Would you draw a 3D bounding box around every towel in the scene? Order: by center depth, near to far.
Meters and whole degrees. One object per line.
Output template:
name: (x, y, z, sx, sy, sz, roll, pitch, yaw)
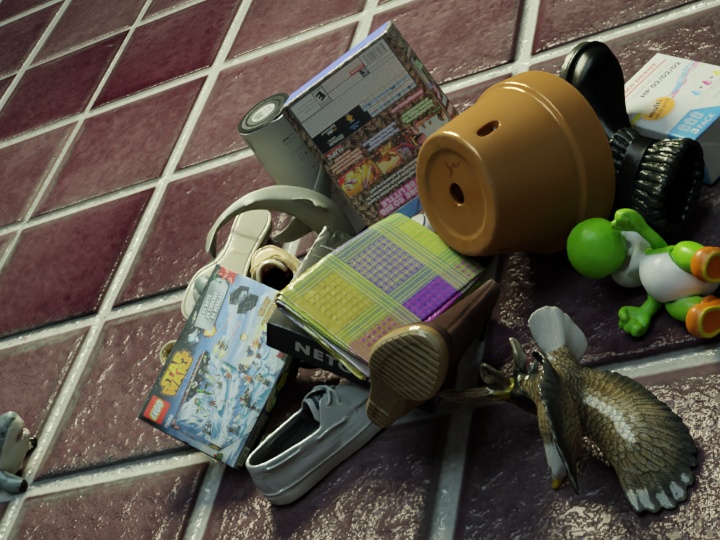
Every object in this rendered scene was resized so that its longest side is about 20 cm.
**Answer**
towel: (0.021, 0.021, 1.364, 0.143, 0.023, 0.200, 35, 55, 25)

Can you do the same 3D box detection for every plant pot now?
plant pot: (0.154, -0.100, 1.387, 0.140, 0.201, 0.200, -22, 26, -29)

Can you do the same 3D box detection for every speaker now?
speaker: (-0.069, -0.125, 1.641, 0.081, 0.200, 0.081, -27, 30, 17)

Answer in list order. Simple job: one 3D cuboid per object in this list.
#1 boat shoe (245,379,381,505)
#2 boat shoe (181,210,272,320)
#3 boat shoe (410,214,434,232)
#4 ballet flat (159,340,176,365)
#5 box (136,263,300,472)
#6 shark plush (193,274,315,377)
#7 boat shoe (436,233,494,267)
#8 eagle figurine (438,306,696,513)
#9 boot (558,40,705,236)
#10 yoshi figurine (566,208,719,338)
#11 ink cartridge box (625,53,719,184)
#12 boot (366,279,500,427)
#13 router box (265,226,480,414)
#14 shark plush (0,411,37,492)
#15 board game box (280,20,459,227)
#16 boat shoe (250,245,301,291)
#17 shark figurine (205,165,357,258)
boat shoe: (-0.039, 0.160, 1.375, 0.200, 0.069, 0.072, -39, 33, -8)
boat shoe: (-0.173, 0.002, 1.713, 0.067, 0.057, 0.200, 23, 60, 11)
boat shoe: (0.000, 0.000, 1.495, 0.200, 0.070, 0.071, -44, 20, 16)
ballet flat: (-0.188, 0.135, 1.536, 0.069, 0.070, 0.200, -41, 34, -11)
box: (-0.147, 0.108, 1.457, 0.137, 0.040, 0.200, 24, 81, 22)
shark plush: (-0.126, 0.075, 1.507, 0.200, 0.091, 0.084, 25, 105, 39)
boat shoe: (0.123, -0.052, 1.514, 0.068, 0.072, 0.200, -9, 31, 38)
eagle figurine: (0.194, 0.133, 1.169, 0.152, 0.151, 0.200, -34, 21, -19)
boot: (0.292, -0.145, 1.383, 0.079, 0.212, 0.158, -6, 7, -32)
yoshi figurine: (0.278, -0.003, 1.283, 0.112, 0.112, 0.200, -47, 32, -8)
ink cartridge box: (0.354, -0.180, 1.471, 0.115, 0.068, 0.200, -43, 34, -14)
boot: (0.079, 0.058, 1.238, 0.166, 0.072, 0.200, -46, -9, -28)
router box: (0.018, 0.050, 1.393, 0.199, 0.051, 0.149, 22, 55, 13)
shark plush: (-0.502, 0.239, 1.654, 0.199, 0.083, 0.091, -16, 37, 24)
board game box: (0.030, -0.169, 1.548, 0.159, 0.200, 0.097, -34, 12, 15)
boat shoe: (-0.102, 0.014, 1.611, 0.074, 0.069, 0.200, -33, 34, 1)
shark figurine: (-0.087, -0.071, 1.551, 0.214, 0.129, 0.089, 2, 6, -25)
